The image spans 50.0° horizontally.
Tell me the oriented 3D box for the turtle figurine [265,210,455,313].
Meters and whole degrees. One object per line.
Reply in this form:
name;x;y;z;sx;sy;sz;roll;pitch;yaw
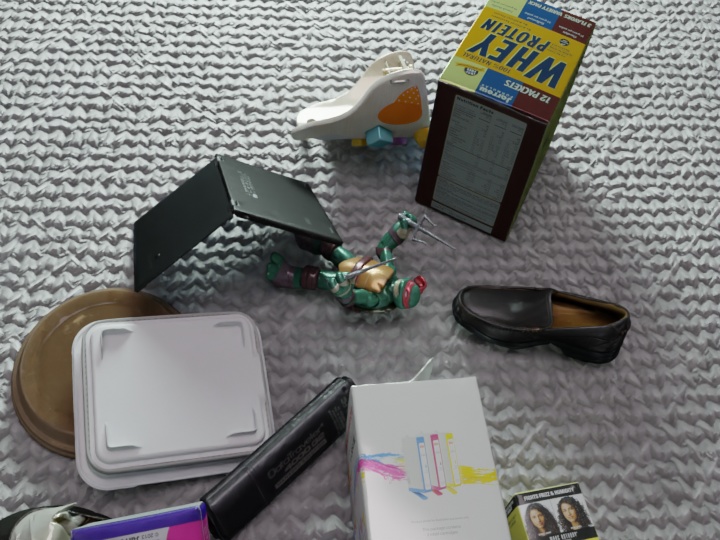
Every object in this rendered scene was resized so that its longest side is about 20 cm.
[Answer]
turtle figurine;0.000;0.000;0.868;0.195;0.103;0.150;13;34;24

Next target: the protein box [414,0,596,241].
protein box;0.175;-0.193;0.957;0.132;0.202;0.201;24;56;11

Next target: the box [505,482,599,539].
box;0.196;0.305;0.704;0.073;0.051;0.204;-5;56;-10

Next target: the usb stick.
usb stick;-0.074;0.182;0.763;0.199;0.056;0.032;-39;31;-28

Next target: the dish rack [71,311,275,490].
dish rack;-0.183;0.117;0.771;0.195;0.044;0.175;-2;61;-22

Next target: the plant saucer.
plant saucer;-0.269;0.099;0.815;0.194;0.030;0.204;3;54;-4

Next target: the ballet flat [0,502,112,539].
ballet flat;-0.248;0.242;0.691;0.194;0.069;0.069;6;54;-2

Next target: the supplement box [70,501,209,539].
supplement box;-0.159;0.296;0.602;0.098;0.103;0.206;-7;77;-11

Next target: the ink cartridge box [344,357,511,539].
ink cartridge box;0.053;0.199;0.716;0.121;0.130;0.204;-3;54;-8

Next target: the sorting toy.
sorting toy;-0.003;-0.206;1.007;0.175;0.110;0.201;-11;21;4

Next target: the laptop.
laptop;-0.147;-0.045;0.881;0.195;0.118;0.188;15;21;-23

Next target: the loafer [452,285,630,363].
loafer;0.202;0.045;0.864;0.194;0.073;0.074;9;55;1
